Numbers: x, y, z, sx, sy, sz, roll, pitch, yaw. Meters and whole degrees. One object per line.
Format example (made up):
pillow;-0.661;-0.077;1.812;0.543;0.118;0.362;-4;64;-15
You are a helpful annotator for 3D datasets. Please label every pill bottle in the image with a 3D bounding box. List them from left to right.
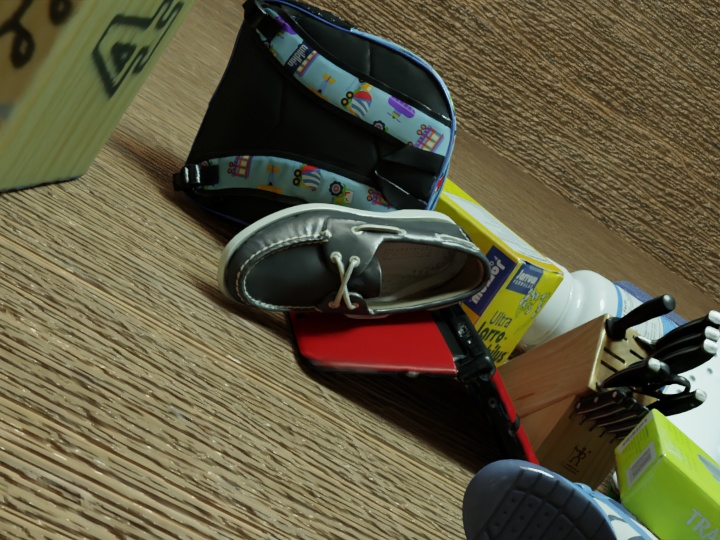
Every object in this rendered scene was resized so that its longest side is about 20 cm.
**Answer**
pill bottle;0.233;0.070;1.355;0.199;0.113;0.112;31;13;-22

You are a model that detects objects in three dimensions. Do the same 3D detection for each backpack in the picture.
backpack;-0.015;-0.096;1.057;0.198;0.185;0.134;24;2;22

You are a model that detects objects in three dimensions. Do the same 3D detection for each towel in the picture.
towel;0.499;0.066;2.356;0.144;0.024;0.200;37;10;14

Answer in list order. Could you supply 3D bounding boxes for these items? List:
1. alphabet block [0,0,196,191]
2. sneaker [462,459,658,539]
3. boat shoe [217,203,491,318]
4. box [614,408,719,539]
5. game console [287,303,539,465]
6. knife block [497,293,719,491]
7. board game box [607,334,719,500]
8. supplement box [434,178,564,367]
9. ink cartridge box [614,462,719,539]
alphabet block;-0.221;-0.186;0.840;0.194;0.201;0.196;35;12;2
sneaker;0.122;0.161;0.797;0.199;0.074;0.082;37;7;-32
boat shoe;0.000;0.000;0.937;0.198;0.075;0.060;-1;26;-34
box;0.253;0.184;0.891;0.200;0.048;0.122;42;12;1
game console;0.032;0.073;1.003;0.200;0.118;0.174;-113;177;-67
knife block;0.189;0.074;1.056;0.064;0.176;0.200;32;12;-17
board game box;0.320;0.172;1.131;0.199;0.026;0.200;37;53;6
supplement box;0.059;-0.017;1.203;0.200;0.110;0.108;41;13;27
ink cartridge box;0.278;0.213;1.016;0.199;0.050;0.162;36;25;-17
